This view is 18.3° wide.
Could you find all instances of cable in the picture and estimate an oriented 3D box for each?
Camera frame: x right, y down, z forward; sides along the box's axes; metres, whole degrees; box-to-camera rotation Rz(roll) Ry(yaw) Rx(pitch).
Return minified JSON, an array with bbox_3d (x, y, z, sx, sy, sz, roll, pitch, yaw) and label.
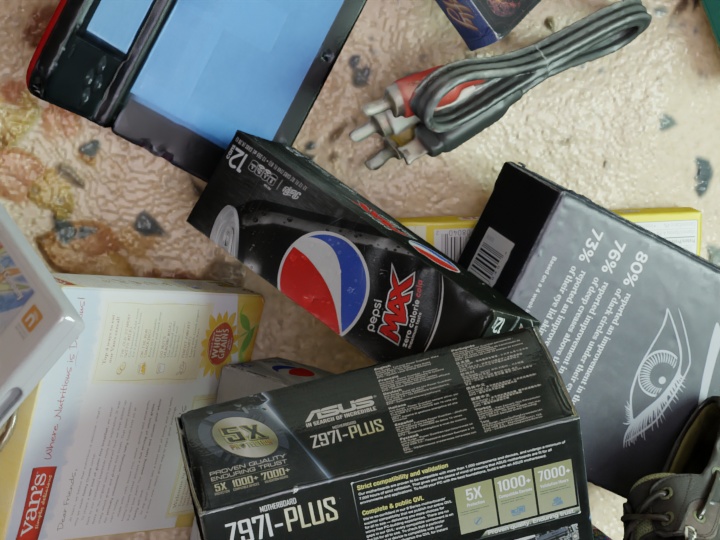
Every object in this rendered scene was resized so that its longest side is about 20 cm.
[{"bbox_3d":[0.084,-0.125,1.325,0.199,0.097,0.050,-34,71,-13],"label":"cable"}]

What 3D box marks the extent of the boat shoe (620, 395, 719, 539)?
[{"bbox_3d":[0.172,0.141,1.230,0.066,0.072,0.201,49,42,-4],"label":"boat shoe"}]

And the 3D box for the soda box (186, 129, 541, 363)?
[{"bbox_3d":[0.000,0.000,1.259,0.064,0.199,0.071,-60,152,9],"label":"soda box"}]

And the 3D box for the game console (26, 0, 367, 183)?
[{"bbox_3d":[-0.077,-0.156,1.260,0.118,0.172,0.201,27,91,9],"label":"game console"}]

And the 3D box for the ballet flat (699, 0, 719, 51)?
[{"bbox_3d":[0.223,-0.202,1.363,0.069,0.069,0.201,-29,107,-8],"label":"ballet flat"}]

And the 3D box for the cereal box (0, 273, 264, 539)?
[{"bbox_3d":[-0.136,0.076,1.258,0.199,0.039,0.145,5,101,-59],"label":"cereal box"}]

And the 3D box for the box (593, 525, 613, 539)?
[{"bbox_3d":[0.086,0.248,1.327,0.191,0.200,0.123,-11,102,-13],"label":"box"}]

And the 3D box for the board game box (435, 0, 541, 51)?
[{"bbox_3d":[0.057,-0.249,1.297,0.136,0.035,0.200,-46,109,-24],"label":"board game box"}]

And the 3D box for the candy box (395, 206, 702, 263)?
[{"bbox_3d":[0.115,0.015,1.385,0.198,0.026,0.103,-2,104,-15],"label":"candy box"}]

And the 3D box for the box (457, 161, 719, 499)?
[{"bbox_3d":[0.150,0.047,1.332,0.199,0.104,0.149,26,95,-19],"label":"box"}]

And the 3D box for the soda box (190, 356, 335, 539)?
[{"bbox_3d":[-0.058,0.157,1.326,0.063,0.068,0.202,15,99,25],"label":"soda box"}]

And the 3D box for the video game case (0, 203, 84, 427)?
[{"bbox_3d":[-0.250,0.035,1.196,0.183,0.200,0.022,-49,138,8],"label":"video game case"}]

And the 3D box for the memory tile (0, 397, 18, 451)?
[{"bbox_3d":[-0.270,0.091,1.214,0.017,0.199,0.154,29,91,-48],"label":"memory tile"}]

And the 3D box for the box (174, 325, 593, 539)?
[{"bbox_3d":[0.017,0.139,1.176,0.198,0.086,0.165,-14,125,-5],"label":"box"}]
